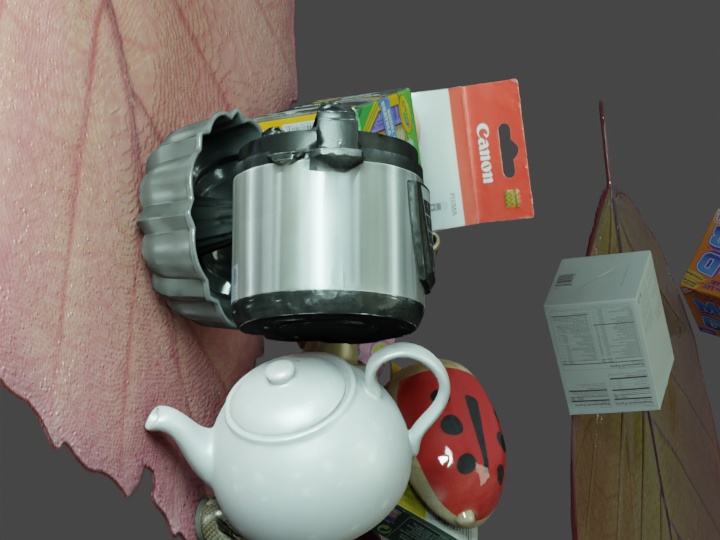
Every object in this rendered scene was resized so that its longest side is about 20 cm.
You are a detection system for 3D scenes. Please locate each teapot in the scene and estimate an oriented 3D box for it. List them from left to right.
[{"bbox_3d":[-0.049,0.140,1.485,0.200,0.196,0.147,-41,132,-34],"label":"teapot"}]

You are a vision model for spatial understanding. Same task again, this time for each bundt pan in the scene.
[{"bbox_3d":[-0.138,-0.042,1.522,0.202,0.075,0.204,-4,90,-67],"label":"bundt pan"}]

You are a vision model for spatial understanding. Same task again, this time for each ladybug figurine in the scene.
[{"bbox_3d":[0.095,0.168,1.699,0.135,0.072,0.201,19,41,-36],"label":"ladybug figurine"}]

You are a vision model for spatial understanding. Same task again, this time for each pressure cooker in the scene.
[{"bbox_3d":[-0.028,-0.045,1.466,0.178,0.175,0.202,13,71,-48],"label":"pressure cooker"}]

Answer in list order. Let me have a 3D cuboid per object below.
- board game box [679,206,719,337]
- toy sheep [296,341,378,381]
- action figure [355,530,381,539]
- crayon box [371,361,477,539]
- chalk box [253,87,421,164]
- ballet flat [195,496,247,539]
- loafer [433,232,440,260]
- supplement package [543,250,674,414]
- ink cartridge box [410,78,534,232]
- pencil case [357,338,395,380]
[{"bbox_3d":[0.809,0.023,3.471,0.201,0.199,0.200,-60,145,-18],"label":"board game box"},{"bbox_3d":[-0.033,0.153,1.663,0.138,0.137,0.202,9,87,-66],"label":"toy sheep"},{"bbox_3d":[-0.011,0.268,1.765,0.148,0.134,0.201,28,49,-24],"label":"action figure"},{"bbox_3d":[0.062,0.202,1.739,0.126,0.051,0.201,33,35,-19],"label":"crayon box"},{"bbox_3d":[-0.011,-0.119,1.770,0.200,0.124,0.125,-27,110,-64],"label":"chalk box"},{"bbox_3d":[-0.097,0.280,1.591,0.201,0.046,0.068,63,32,-41],"label":"ballet flat"},{"bbox_3d":[0.000,0.000,1.752,0.199,0.063,0.072,-19,62,-36],"label":"loafer"},{"bbox_3d":[0.390,0.098,2.622,0.152,0.149,0.202,-58,137,-55],"label":"supplement package"},{"bbox_3d":[0.088,-0.124,1.904,0.050,0.198,0.164,-19,103,-65],"label":"ink cartridge box"},{"bbox_3d":[0.001,0.046,1.818,0.201,0.087,0.088,-74,149,-41],"label":"pencil case"}]
